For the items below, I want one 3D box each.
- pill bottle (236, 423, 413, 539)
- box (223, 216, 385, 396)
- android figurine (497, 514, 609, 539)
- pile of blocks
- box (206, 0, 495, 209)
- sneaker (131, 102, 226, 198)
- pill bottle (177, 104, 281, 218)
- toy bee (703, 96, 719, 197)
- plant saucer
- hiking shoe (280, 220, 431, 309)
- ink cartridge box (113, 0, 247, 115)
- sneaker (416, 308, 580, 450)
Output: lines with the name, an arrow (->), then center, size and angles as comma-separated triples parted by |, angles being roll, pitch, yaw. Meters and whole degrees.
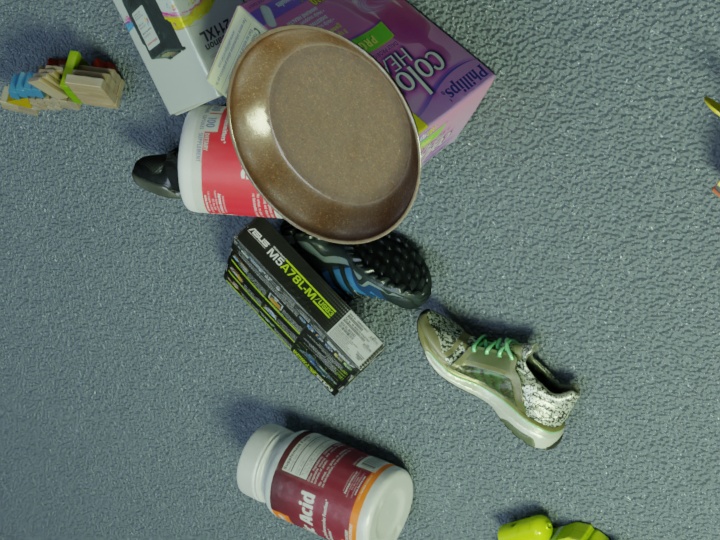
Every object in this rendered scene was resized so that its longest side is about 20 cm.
pill bottle -> -0.046, 0.265, 1.560 | 0.199, 0.114, 0.115 | 18, 127, 28
box -> -0.069, 0.045, 1.426 | 0.200, 0.047, 0.193 | 46, 166, 4
android figurine -> 0.237, 0.357, 1.453 | 0.200, 0.041, 0.182 | -26, 100, 47
pile of blocks -> -0.363, -0.233, 1.510 | 0.199, 0.062, 0.082 | 0, 160, 35
box -> -0.008, -0.181, 1.190 | 0.200, 0.176, 0.097 | 42, 134, 8
sneaker -> -0.178, -0.138, 1.428 | 0.199, 0.076, 0.115 | 6, 119, 32
pill bottle -> -0.079, -0.110, 1.304 | 0.199, 0.112, 0.113 | 4, 124, 6
toy bee -> 0.335, -0.114, 1.017 | 0.131, 0.109, 0.201 | 25, 131, 25
plant saucer -> -0.026, -0.120, 1.094 | 0.200, 0.037, 0.201 | 19, 128, 26
hiking shoe -> 0.000, 0.000, 1.389 | 0.200, 0.074, 0.087 | 28, 140, 34
ink cartridge box -> -0.164, -0.279, 1.271 | 0.083, 0.146, 0.201 | -12, 110, 42
sneaker -> 0.151, 0.094, 1.336 | 0.200, 0.077, 0.089 | 38, 122, 5
